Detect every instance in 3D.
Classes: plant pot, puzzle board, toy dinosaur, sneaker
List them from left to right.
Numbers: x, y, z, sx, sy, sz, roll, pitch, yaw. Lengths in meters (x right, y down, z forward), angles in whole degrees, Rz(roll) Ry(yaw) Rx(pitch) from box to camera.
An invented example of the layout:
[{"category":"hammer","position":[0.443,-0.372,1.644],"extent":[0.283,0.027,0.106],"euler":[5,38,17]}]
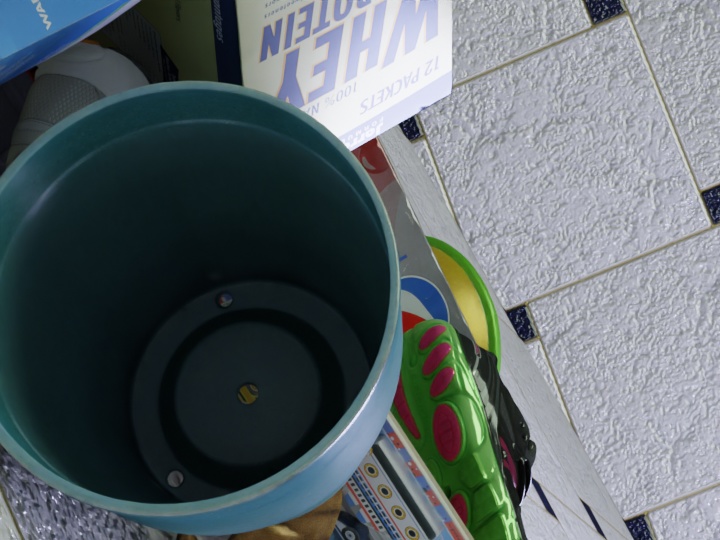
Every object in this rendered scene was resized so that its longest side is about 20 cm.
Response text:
[{"category":"sneaker","position":[-0.131,-0.028,1.284],"extent":[0.092,0.076,0.200],"euler":[-64,146,-26]},{"category":"plant pot","position":[-0.070,0.038,1.170],"extent":[0.200,0.200,0.188],"euler":[62,-2,20]},{"category":"toy dinosaur","position":[-0.043,0.139,1.286],"extent":[0.106,0.200,0.060],"euler":[15,26,-10]},{"category":"puzzle board","position":[-0.036,0.101,1.340],"extent":[0.200,0.151,0.017],"euler":[57,46,-12]},{"category":"sneaker","position":[0.071,0.122,1.381],"extent":[0.084,0.077,0.200],"euler":[14,59,-43]}]

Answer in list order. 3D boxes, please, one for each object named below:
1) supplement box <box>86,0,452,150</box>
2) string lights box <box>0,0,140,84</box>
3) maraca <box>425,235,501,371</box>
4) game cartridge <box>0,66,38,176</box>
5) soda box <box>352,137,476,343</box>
[{"category":"supplement box","position":[-0.065,-0.182,1.270],"extent":[0.200,0.134,0.200],"euler":[45,-25,31]},{"category":"string lights box","position":[-0.170,-0.113,1.106],"extent":[0.059,0.103,0.200],"euler":[59,33,-5]},{"category":"maraca","position":[0.039,0.073,1.690],"extent":[0.107,0.137,0.200],"euler":[16,55,-54]},{"category":"game cartridge","position":[-0.210,-0.126,1.302],"extent":[0.200,0.038,0.130],"euler":[57,30,-15]},{"category":"soda box","position":[0.000,0.000,1.452],"extent":[0.063,0.070,0.200],"euler":[-9,-71,61]}]
